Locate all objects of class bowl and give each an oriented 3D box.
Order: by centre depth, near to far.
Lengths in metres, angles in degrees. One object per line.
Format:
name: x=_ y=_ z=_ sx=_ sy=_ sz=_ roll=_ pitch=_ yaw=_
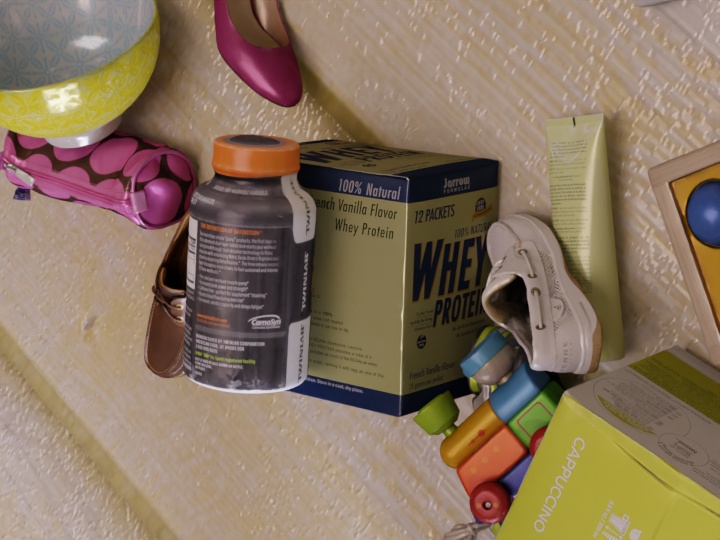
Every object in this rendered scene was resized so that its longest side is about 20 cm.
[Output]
bowl: x=-0.275 y=-0.182 z=1.945 sx=0.199 sy=0.200 sz=0.108 roll=17 pitch=136 yaw=35

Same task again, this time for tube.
tube: x=0.183 y=-0.026 z=1.676 sx=0.058 sy=0.052 sz=0.201 roll=-5 pitch=93 yaw=17

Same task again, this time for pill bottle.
pill bottle: x=-0.089 y=-0.009 z=1.683 sx=0.106 sy=0.106 sz=0.201 roll=14 pitch=107 yaw=36

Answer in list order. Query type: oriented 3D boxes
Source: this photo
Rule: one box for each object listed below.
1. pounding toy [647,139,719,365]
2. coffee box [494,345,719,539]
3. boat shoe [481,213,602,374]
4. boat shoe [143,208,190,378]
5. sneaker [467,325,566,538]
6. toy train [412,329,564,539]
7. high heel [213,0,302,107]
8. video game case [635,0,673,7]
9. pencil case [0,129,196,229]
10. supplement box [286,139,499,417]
pounding toy: x=0.328 y=-0.012 z=1.502 sx=0.184 sy=0.142 sz=0.201 roll=-22 pitch=83 yaw=39
coffee box: x=0.238 y=0.205 z=1.569 sx=0.200 sy=0.197 sz=0.201 roll=35 pitch=117 yaw=25
boat shoe: x=0.130 y=0.015 z=1.658 sx=0.200 sy=0.069 sz=0.071 roll=-119 pitch=28 yaw=-57
boat shoe: x=-0.169 y=0.016 z=1.947 sx=0.072 sy=0.067 sz=0.201 roll=37 pitch=119 yaw=27
sneaker: x=0.142 y=0.145 z=1.724 sx=0.081 sy=0.074 sz=0.201 roll=-4 pitch=97 yaw=35
toy train: x=0.084 y=0.150 z=1.669 sx=0.116 sy=0.085 sz=0.200 roll=47 pitch=112 yaw=5
high heel: x=-0.094 y=-0.245 z=1.841 sx=0.201 sy=0.067 sz=0.096 roll=58 pitch=137 yaw=20
video game case: x=0.283 y=-0.309 z=1.565 sx=0.199 sy=0.024 sz=0.183 roll=-8 pitch=93 yaw=38
pencil case: x=-0.257 y=-0.094 z=1.982 sx=0.199 sy=0.093 sz=0.091 roll=14 pitch=109 yaw=35
supplement box: x=0.000 y=0.000 z=1.768 sx=0.199 sy=0.134 sz=0.201 roll=10 pitch=104 yaw=37
